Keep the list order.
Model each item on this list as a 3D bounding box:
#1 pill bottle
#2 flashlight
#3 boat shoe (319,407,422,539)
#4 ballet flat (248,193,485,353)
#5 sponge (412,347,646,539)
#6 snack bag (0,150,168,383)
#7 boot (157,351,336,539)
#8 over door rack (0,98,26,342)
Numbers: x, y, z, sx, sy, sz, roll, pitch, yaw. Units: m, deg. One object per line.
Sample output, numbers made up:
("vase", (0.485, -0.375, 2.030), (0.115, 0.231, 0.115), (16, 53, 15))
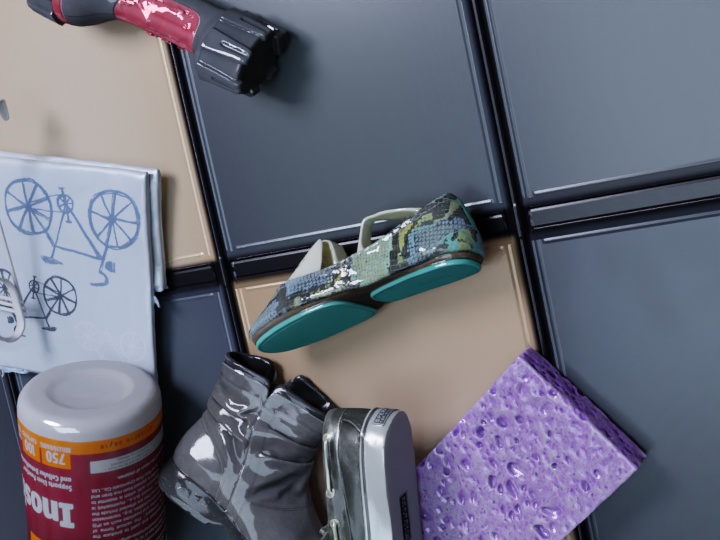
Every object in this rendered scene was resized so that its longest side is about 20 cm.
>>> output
("pill bottle", (-0.214, 0.184, 0.965), (0.113, 0.113, 0.201), (12, 114, 23))
("flashlight", (-0.157, -0.187, 0.888), (0.200, 0.068, 0.068), (29, 111, 19))
("boat shoe", (0.005, 0.197, 0.863), (0.063, 0.071, 0.201), (0, 94, 26))
("ballet flat", (0.000, 0.000, 0.862), (0.199, 0.074, 0.075), (-22, 91, 26))
("sponge", (0.098, 0.161, 0.860), (0.112, 0.030, 0.200), (45, 117, 12))
("snack bag", (-0.241, 0.004, 0.998), (0.188, 0.021, 0.201), (7, 107, 25))
("boot", (-0.050, 0.161, 0.915), (0.200, 0.070, 0.132), (34, 101, 3))
("over door rack", (-0.354, -0.044, 0.997), (0.147, 0.067, 0.201), (10, 109, 37))
